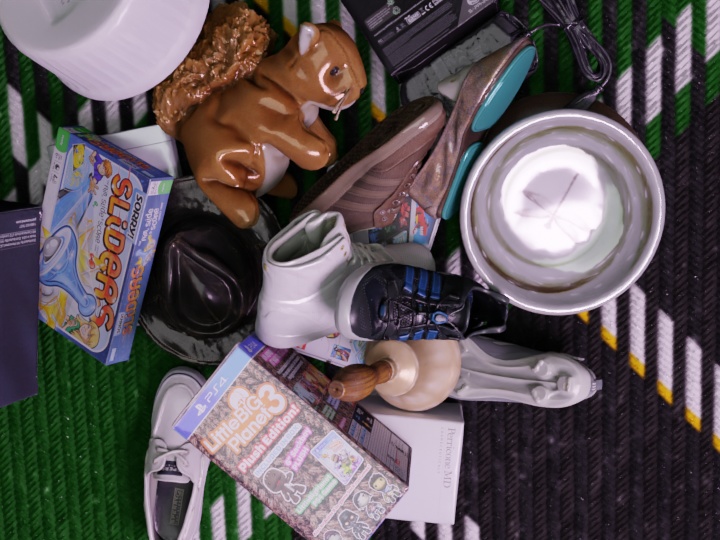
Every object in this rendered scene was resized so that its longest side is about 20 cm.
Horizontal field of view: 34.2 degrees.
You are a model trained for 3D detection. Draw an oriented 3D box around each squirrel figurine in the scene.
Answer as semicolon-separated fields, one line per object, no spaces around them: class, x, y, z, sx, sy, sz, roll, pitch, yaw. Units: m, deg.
squirrel figurine;-0.095;-0.176;1.121;0.200;0.141;0.187;44;114;8

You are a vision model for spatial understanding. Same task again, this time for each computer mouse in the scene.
computer mouse;0.147;-0.187;1.154;0.199;0.046;0.141;-37;92;13

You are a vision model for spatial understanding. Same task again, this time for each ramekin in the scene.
ramekin;-0.250;-0.271;1.105;0.199;0.098;0.202;-5;78;24

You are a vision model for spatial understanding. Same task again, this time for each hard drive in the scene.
hard drive;-0.241;-0.043;1.219;0.131;0.027;0.202;-10;99;6

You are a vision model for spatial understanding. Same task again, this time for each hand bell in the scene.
hand bell;0.016;0.094;1.091;0.103;0.200;0.105;1;93;22

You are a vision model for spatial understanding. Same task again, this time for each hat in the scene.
hat;-0.161;0.008;1.166;0.199;0.081;0.203;1;102;7

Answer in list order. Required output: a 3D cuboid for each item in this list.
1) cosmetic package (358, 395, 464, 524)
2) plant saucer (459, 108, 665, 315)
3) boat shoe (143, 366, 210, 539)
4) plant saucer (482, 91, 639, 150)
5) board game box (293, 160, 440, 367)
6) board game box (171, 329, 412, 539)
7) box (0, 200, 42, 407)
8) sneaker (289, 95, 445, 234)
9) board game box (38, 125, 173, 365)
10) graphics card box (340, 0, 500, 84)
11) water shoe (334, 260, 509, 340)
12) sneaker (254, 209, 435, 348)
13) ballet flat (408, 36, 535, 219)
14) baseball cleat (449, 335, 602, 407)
cosmetic package;0.006;0.191;1.215;0.198;0.081;0.114;3;97;4
plant saucer;0.193;-0.059;1.140;0.198;0.050;0.202;0;105;-1
boat shoe;-0.197;0.205;1.238;0.071;0.066;0.202;11;100;2
plant saucer;0.198;-0.078;1.183;0.198;0.032;0.202;1;100;3
board game box;0.000;0.000;1.206;0.125;0.035;0.202;18;100;1
board game box;-0.057;0.157;1.095;0.200;0.159;0.097;40;95;1
box;-0.434;0.028;1.171;0.198;0.123;0.200;7;101;21
sneaker;0.021;-0.087;1.130;0.075;0.071;0.200;42;122;-18
board game box;-0.265;-0.026;1.166;0.135;0.034;0.202;28;112;28
graphics card box;0.030;-0.297;1.124;0.125;0.051;0.201;-35;80;8
water shoe;0.062;0.030;1.076;0.079;0.199;0.072;11;100;42
sneaker;-0.005;-0.008;1.093;0.199;0.074;0.116;-22;138;-29
ballet flat;0.094;-0.143;1.114;0.067;0.068;0.201;36;116;20
baseball cleat;0.148;0.106;1.199;0.199;0.106;0.070;14;91;32
